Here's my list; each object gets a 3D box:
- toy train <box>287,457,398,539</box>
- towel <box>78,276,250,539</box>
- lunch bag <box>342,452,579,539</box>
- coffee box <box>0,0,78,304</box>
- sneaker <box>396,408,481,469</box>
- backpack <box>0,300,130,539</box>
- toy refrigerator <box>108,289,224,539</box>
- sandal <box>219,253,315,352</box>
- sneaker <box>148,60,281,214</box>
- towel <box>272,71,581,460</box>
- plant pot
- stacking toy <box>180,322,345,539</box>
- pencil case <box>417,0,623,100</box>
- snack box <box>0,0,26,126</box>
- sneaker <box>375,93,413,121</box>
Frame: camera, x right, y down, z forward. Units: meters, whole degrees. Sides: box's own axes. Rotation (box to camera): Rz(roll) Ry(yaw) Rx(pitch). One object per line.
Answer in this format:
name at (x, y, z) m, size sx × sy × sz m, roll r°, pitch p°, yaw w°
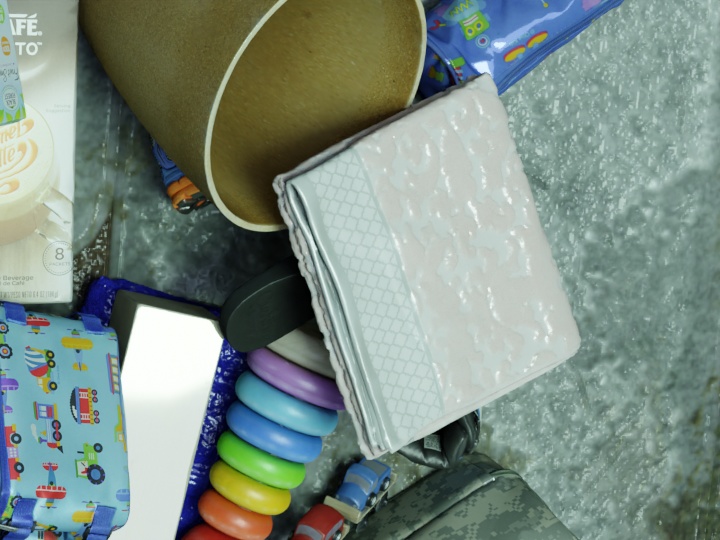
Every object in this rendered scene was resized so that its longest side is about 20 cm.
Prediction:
toy train at (-0.032, 0.188, 1.613) m, size 0.200 × 0.034 × 0.046 m, roll -43°, pitch 148°, yaw -46°
towel at (-0.147, 0.116, 1.596) m, size 0.147 × 0.050 × 0.201 m, roll 16°, pitch 93°, yaw -25°
lunch bag at (0.068, 0.243, 1.641) m, size 0.200 × 0.168 × 0.140 m, roll -30°, pitch 109°, yaw -14°
coffee box at (-0.249, -0.082, 1.503) m, size 0.114 × 0.080 × 0.201 m, roll -2°, pitch 100°, yaw -21°
sneaker at (0.046, 0.102, 1.598) m, size 0.076 × 0.111 × 0.200 m, roll 2°, pitch 142°, yaw 4°
backpack at (-0.262, 0.103, 1.453) m, size 0.200 × 0.134 × 0.183 m, roll 14°, pitch 60°, yaw -34°
toy refrigerator at (-0.146, 0.120, 1.536) m, size 0.070 × 0.076 × 0.201 m, roll 12°, pitch 93°, yaw -17°
sandal at (0.000, 0.000, 1.516) m, size 0.200 × 0.045 × 0.075 m, roll -33°, pitch 141°, yaw -18°
sneaker at (-0.060, -0.120, 1.580) m, size 0.200 × 0.075 × 0.079 m, roll -32°, pitch 89°, yaw -23°
towel at (0.048, -0.004, 1.489) m, size 0.191 × 0.032 × 0.201 m, roll -28°, pitch 106°, yaw -35°
plant pot at (-0.091, -0.155, 1.481) m, size 0.186 × 0.200 × 0.187 m, roll -31°, pitch 140°, yaw -30°
stacking toy at (-0.068, 0.133, 1.568) m, size 0.085 × 0.085 × 0.200 m, roll 22°, pitch 95°, yaw -24°
pencil case at (0.123, -0.185, 1.634) m, size 0.200 × 0.087 × 0.078 m, roll -34°, pitch 139°, yaw -12°
snack box at (-0.317, -0.146, 1.419) m, size 0.199 × 0.053 × 0.143 m, roll -8°, pitch 97°, yaw 15°
sneaker at (0.035, -0.049, 1.601) m, size 0.104 × 0.075 × 0.201 m, roll -12°, pitch 135°, yaw -25°
